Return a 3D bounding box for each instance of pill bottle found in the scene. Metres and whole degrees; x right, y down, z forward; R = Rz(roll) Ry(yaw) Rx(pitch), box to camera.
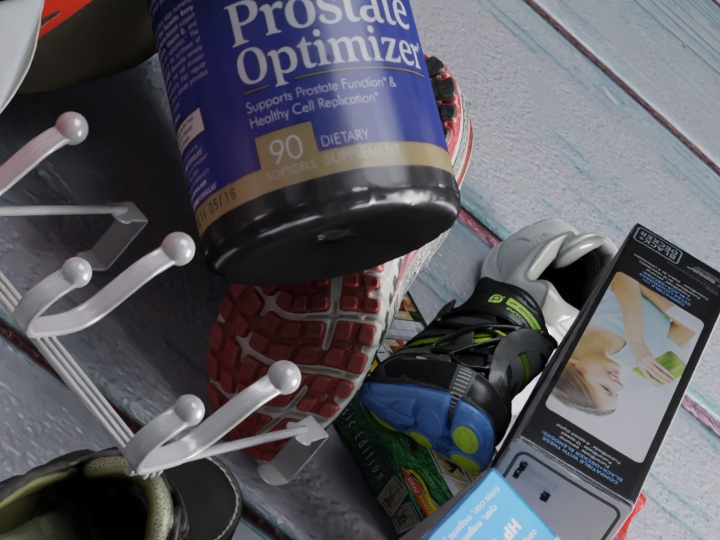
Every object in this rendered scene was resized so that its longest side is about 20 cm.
[{"bbox_3d":[-0.033,-0.103,0.836,0.112,0.112,0.201,4,67,-54],"label":"pill bottle"}]

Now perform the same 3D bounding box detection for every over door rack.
[{"bbox_3d":[-0.084,0.012,0.797,0.148,0.067,0.200,49,6,14],"label":"over door rack"}]

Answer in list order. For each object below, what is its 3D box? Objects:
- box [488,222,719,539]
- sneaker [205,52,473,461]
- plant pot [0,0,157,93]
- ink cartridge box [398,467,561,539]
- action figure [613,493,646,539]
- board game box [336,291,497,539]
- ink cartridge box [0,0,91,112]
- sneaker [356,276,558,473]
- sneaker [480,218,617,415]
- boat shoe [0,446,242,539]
[{"bbox_3d":[0.105,0.078,0.932,0.060,0.117,0.200,31,36,5],"label":"box"},{"bbox_3d":[0.000,0.000,0.911,0.078,0.201,0.082,30,0,22],"label":"sneaker"},{"bbox_3d":[-0.162,-0.157,0.911,0.188,0.187,0.200,57,14,19],"label":"plant pot"},{"bbox_3d":[0.079,0.194,0.818,0.200,0.115,0.068,47,53,3],"label":"ink cartridge box"},{"bbox_3d":[0.088,0.164,0.956,0.065,0.052,0.200,49,34,-10],"label":"action figure"},{"bbox_3d":[0.014,0.056,1.033,0.105,0.023,0.200,5,49,-51],"label":"board game box"},{"bbox_3d":[-0.168,-0.042,0.690,0.200,0.162,0.057,-24,89,-49],"label":"ink cartridge box"},{"bbox_3d":[0.050,0.043,0.940,0.071,0.083,0.200,32,8,5],"label":"sneaker"},{"bbox_3d":[0.120,0.010,1.162,0.078,0.099,0.200,44,27,-7],"label":"sneaker"},{"bbox_3d":[-0.097,0.102,0.756,0.072,0.066,0.201,53,27,13],"label":"boat shoe"}]
